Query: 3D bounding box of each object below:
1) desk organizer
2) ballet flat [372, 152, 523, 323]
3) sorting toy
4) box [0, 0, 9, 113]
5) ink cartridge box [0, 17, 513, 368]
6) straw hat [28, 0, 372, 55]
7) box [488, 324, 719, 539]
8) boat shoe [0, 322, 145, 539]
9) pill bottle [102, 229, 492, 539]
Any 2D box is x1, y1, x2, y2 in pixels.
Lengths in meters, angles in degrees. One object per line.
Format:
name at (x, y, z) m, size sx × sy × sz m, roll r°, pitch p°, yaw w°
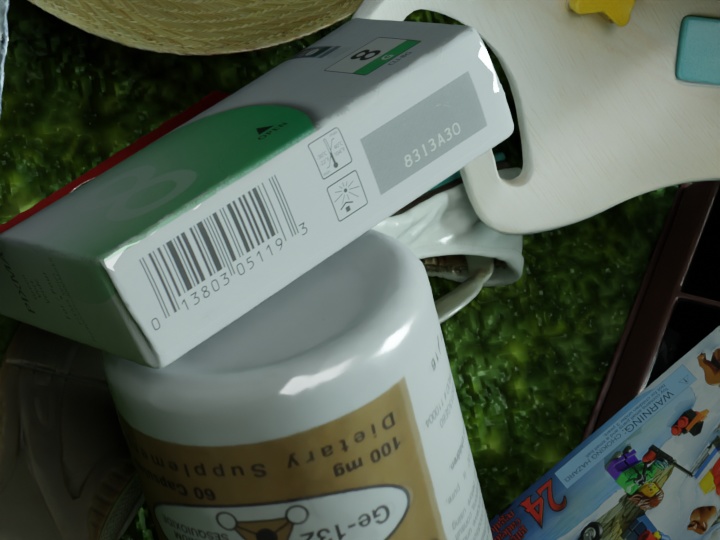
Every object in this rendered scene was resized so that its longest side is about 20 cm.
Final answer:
desk organizer at (0.151, 0.050, 0.863) m, size 0.072 × 0.077 × 0.200 m, roll 29°, pitch 66°, yaw -11°
ballet flat at (0.000, 0.000, 0.809) m, size 0.200 × 0.069 × 0.070 m, roll -16°, pitch 80°, yaw -44°
sorting toy at (0.097, -0.101, 0.777) m, size 0.180 × 0.107 × 0.200 m, roll -33°, pitch 124°, yaw 5°
box at (-0.233, -0.051, 0.679) m, size 0.200 × 0.197 × 0.124 m, roll 6°, pitch 72°, yaw -19°
ink cartridge box at (-0.067, -0.039, 0.737) m, size 0.161 × 0.200 × 0.050 m, roll -35°, pitch 118°, yaw -26°
straw hat at (-0.062, -0.142, 0.832) m, size 0.201 × 0.085 × 0.201 m, roll 0°, pitch 59°, yaw 1°
box at (0.152, 0.082, 0.736) m, size 0.200 × 0.137 × 0.038 m, roll -41°, pitch 131°, yaw 1°
boat shoe at (-0.113, 0.076, 0.772) m, size 0.073 × 0.063 × 0.201 m, roll 23°, pitch 60°, yaw -9°
pill bottle at (-0.011, 0.094, 0.728) m, size 0.114 × 0.114 × 0.200 m, roll -30°, pitch 121°, yaw -26°
